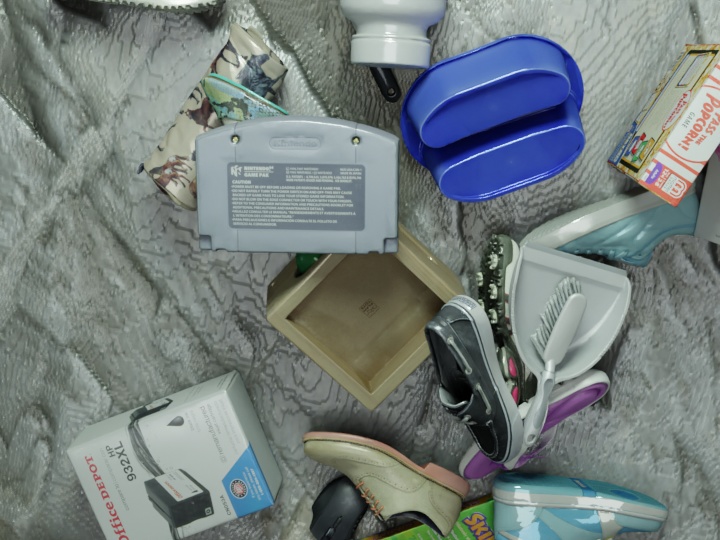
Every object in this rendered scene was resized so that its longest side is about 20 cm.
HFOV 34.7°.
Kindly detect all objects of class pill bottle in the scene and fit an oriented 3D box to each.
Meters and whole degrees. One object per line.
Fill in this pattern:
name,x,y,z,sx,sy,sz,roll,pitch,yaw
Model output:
pill bottle,0.035,-0.310,1.174,0.110,0.111,0.202,3,97,3

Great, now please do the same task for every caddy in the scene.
caddy,0.141,-0.161,1.208,0.199,0.105,0.142,-19,123,7

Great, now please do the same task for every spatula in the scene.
spatula,-0.006,-0.272,1.236,0.056,0.021,0.201,-25,99,4

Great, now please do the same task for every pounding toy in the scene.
pounding toy,0.000,0.000,1.244,0.200,0.142,0.184,42,101,-15

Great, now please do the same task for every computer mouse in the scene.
computer mouse,-0.049,0.325,1.345,0.058,0.034,0.201,28,102,-3

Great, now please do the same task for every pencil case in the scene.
pencil case,-0.155,-0.166,1.234,0.078,0.089,0.201,29,100,-39

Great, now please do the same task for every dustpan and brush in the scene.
dustpan and brush,0.202,0.086,1.211,0.139,0.057,0.201,15,105,-19

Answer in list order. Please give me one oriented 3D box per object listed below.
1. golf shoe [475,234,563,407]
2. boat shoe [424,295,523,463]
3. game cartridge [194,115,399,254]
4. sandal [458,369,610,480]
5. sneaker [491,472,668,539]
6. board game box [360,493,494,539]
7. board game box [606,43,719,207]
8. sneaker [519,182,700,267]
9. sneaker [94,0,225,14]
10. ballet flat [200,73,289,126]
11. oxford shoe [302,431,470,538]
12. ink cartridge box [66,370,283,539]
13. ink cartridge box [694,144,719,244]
golf shoe,0.177,0.053,1.267,0.087,0.077,0.202,-9,107,-8
boat shoe,0.111,0.126,1.182,0.068,0.071,0.201,-36,124,-31
game cartridge,-0.061,-0.083,1.127,0.198,0.042,0.134,2,102,3
sandal,0.190,0.180,1.264,0.202,0.082,0.050,-41,54,20
sneaker,0.238,0.302,1.288,0.198,0.080,0.132,8,93,0
board game box,0.101,0.329,1.339,0.199,0.030,0.096,-20,99,10
board game box,0.318,-0.150,1.146,0.046,0.200,0.152,32,102,-2
sneaker,0.272,-0.034,1.230,0.199,0.074,0.082,-19,96,3
sneaker,-0.236,-0.329,1.217,0.198,0.070,0.100,8,99,2
ballet flat,-0.080,-0.127,1.159,0.199,0.074,0.075,26,101,-3
oxford shoe,0.023,0.237,1.293,0.199,0.071,0.074,20,70,1
ink cartridge box,-0.209,0.222,1.311,0.199,0.084,0.146,-21,99,8
ink cartridge box,0.442,-0.115,1.167,0.128,0.125,0.202,5,101,-18
